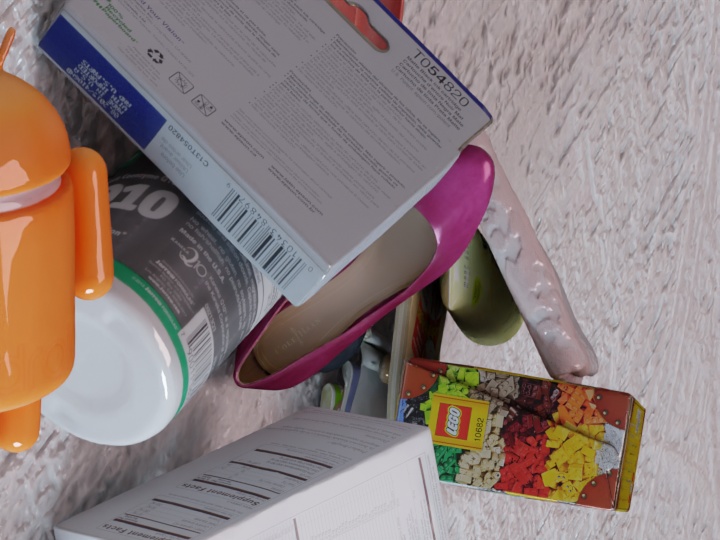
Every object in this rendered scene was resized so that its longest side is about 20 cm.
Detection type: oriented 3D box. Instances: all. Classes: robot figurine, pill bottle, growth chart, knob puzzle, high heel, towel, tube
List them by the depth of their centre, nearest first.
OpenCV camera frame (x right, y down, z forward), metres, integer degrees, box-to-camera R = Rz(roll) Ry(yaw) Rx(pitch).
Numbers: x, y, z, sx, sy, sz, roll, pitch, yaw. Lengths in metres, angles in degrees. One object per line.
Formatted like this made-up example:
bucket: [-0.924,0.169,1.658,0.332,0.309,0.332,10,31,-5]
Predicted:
robot figurine: [-0.189,-0.011,1.255,0.117,0.143,0.201,-95,-175,-69]
pill bottle: [-0.101,-0.005,1.450,0.200,0.113,0.113,-50,143,-47]
high heel: [0.000,0.000,1.631,0.067,0.200,0.096,52,27,-1]
knob puzzle: [0.031,0.039,1.806,0.220,0.030,0.220,8,90,-82]
towel: [0.106,-0.016,1.807,0.200,0.032,0.191,65,5,8]
growth chart: [-0.009,0.131,1.821,0.145,0.018,0.200,47,58,-60]
tube: [0.076,0.009,1.823,0.052,0.058,0.200,-41,163,-1]

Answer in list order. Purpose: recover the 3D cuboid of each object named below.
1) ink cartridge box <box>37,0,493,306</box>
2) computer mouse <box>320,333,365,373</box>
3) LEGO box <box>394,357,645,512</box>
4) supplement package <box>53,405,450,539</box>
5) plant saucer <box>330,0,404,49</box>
ink cartridge box: [-0.047,-0.100,1.454,0.041,0.200,0.200,-47,176,40]
computer mouse: [0.008,-0.024,1.773,0.059,0.034,0.200,50,55,-59]
LEGO box: [0.107,0.111,1.782,0.200,0.148,0.077,32,67,-80]
supplement package: [-0.057,0.166,1.532,0.200,0.109,0.114,-22,109,-39]
plant saucer: [-0.036,-0.109,1.638,0.200,0.037,0.200,-17,115,-62]
